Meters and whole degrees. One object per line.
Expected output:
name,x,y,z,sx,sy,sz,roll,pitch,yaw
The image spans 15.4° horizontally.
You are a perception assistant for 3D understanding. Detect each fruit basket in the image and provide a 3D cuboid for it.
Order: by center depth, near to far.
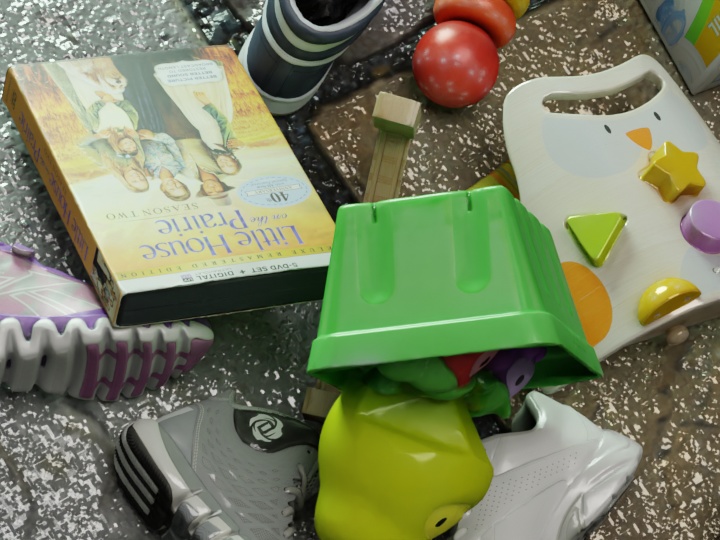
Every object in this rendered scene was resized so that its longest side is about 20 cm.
fruit basket,0.046,0.069,1.450,0.155,0.216,0.216,-7,64,12

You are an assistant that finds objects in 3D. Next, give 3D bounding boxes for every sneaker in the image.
sneaker,-0.040,0.148,1.479,0.115,0.075,0.200,-27,76,-30
sneaker,-0.182,0.023,1.489,0.200,0.080,0.089,-1,59,-18
sneaker,0.075,0.148,1.526,0.099,0.078,0.200,36,51,8
sneaker,-0.011,-0.197,1.630,0.070,0.109,0.200,25,60,-7

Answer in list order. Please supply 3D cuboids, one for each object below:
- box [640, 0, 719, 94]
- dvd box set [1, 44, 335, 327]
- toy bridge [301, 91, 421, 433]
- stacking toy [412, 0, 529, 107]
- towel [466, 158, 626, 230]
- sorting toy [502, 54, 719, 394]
box,0.263,-0.213,1.680,0.101,0.200,0.113,-21,74,-26
dvd box set,-0.106,-0.053,1.529,0.146,0.029,0.200,-7,46,-25
toy bridge,0.000,0.000,1.553,0.027,0.067,0.200,13,81,4
stacking toy,0.085,-0.189,1.685,0.085,0.085,0.200,24,67,-7
towel,0.087,-0.014,1.633,0.200,0.018,0.086,-36,76,-28
sorting toy,0.173,-0.045,1.618,0.200,0.107,0.180,-16,70,-29
